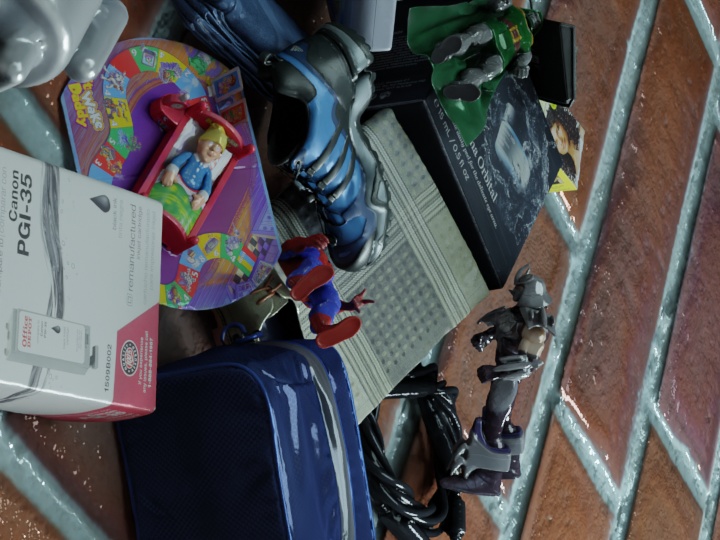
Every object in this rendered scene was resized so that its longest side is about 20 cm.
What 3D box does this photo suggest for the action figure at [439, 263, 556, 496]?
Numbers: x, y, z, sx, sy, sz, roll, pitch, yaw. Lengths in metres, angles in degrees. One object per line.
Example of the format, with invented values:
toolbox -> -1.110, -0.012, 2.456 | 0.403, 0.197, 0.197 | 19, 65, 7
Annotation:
action figure -> 0.122, 0.090, 1.602 | 0.130, 0.069, 0.200 | -63, 165, -74

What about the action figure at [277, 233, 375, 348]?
action figure -> -0.030, 0.008, 1.364 | 0.065, 0.052, 0.200 | 57, -2, -12

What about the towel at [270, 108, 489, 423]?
towel -> 0.000, 0.000, 1.520 | 0.193, 0.035, 0.200 | -43, 118, -27

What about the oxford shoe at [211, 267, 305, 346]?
oxford shoe -> -0.084, 0.002, 1.388 | 0.071, 0.074, 0.200 | -41, 121, -29

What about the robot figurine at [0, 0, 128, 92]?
robot figurine -> -0.212, -0.195, 1.178 | 0.170, 0.113, 0.200 | 50, 44, -32

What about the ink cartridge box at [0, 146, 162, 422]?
ink cartridge box -> -0.215, 0.010, 1.165 | 0.200, 0.083, 0.147 | 19, 70, -57

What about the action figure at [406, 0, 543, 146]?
action figure -> 0.109, -0.188, 1.566 | 0.200, 0.055, 0.118 | -42, 115, -59

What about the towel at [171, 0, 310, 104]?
towel -> -0.085, -0.181, 1.432 | 0.200, 0.049, 0.112 | 38, 20, -51

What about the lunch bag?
lunch bag -> -0.077, 0.136, 1.328 | 0.132, 0.136, 0.200 | -10, 92, -60

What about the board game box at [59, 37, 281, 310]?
board game box -> -0.121, -0.074, 1.316 | 0.158, 0.039, 0.200 | -7, 80, -41

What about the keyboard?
keyboard -> 0.161, -0.217, 1.697 | 0.200, 0.021, 0.127 | -136, -143, -75

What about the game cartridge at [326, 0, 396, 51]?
game cartridge -> -0.001, -0.255, 1.512 | 0.200, 0.040, 0.134 | -107, -163, -63

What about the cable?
cable -> 0.046, 0.145, 1.621 | 0.200, 0.051, 0.163 | 51, 43, -42

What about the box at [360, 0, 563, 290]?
box -> 0.072, -0.113, 1.648 | 0.197, 0.117, 0.200 | 65, 34, -29

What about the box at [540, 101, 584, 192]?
box -> 0.160, -0.156, 1.872 | 0.200, 0.050, 0.075 | 41, 51, -49

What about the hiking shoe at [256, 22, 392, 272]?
hiking shoe -> -0.034, -0.084, 1.411 | 0.087, 0.074, 0.200 | -24, 120, -28
